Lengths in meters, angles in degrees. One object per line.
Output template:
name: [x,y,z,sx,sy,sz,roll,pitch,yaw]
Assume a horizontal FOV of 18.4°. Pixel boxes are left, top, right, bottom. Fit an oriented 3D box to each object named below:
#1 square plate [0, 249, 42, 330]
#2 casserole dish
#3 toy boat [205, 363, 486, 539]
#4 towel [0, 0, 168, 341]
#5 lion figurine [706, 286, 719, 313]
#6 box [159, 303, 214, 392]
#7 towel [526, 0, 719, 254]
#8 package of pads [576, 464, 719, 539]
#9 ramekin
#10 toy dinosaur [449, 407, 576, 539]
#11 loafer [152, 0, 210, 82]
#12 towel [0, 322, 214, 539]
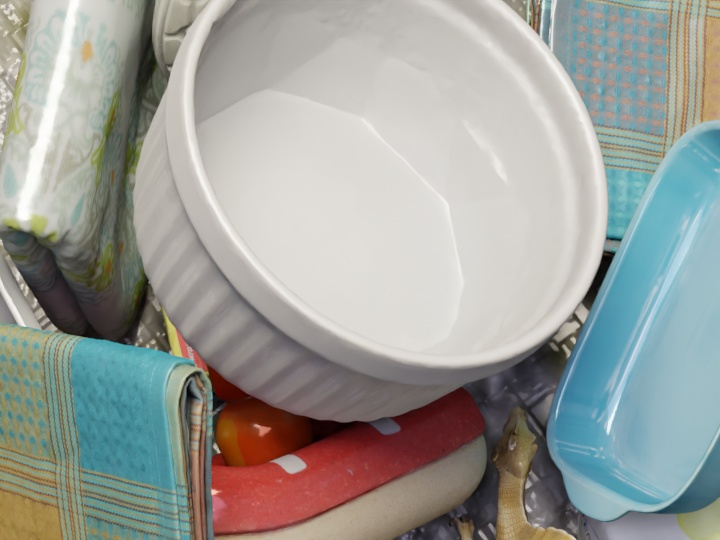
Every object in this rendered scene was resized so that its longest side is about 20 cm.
square plate: [-0.204,0.038,1.045,0.028,0.200,0.199,-16,72,-42]
casserole dish: [0.155,0.024,1.003,0.039,0.121,0.201,24,91,-31]
toy boat: [-0.046,0.071,1.008,0.199,0.130,0.132,-21,94,-36]
towel: [-0.122,-0.070,1.037,0.048,0.200,0.172,6,74,4]
lion figurine: [0.238,-0.004,1.010,0.072,0.122,0.201,29,85,-33]
box: [0.000,0.000,1.098,0.199,0.050,0.076,-14,77,-2]
towel: [0.175,-0.075,1.090,0.199,0.022,0.148,5,77,-14]
package of pads: [0.201,0.169,1.043,0.154,0.068,0.201,-21,76,-5]
ramekin: [-0.003,-0.031,0.956,0.199,0.105,0.201,12,60,-22]
toy dinosaur: [0.087,0.166,1.023,0.058,0.101,0.201,-12,66,-35]
loafer: [-0.064,-0.113,1.051,0.069,0.200,0.070,-8,64,-4]
towel: [-0.126,0.096,0.939,0.022,0.199,0.148,-11,103,-40]
